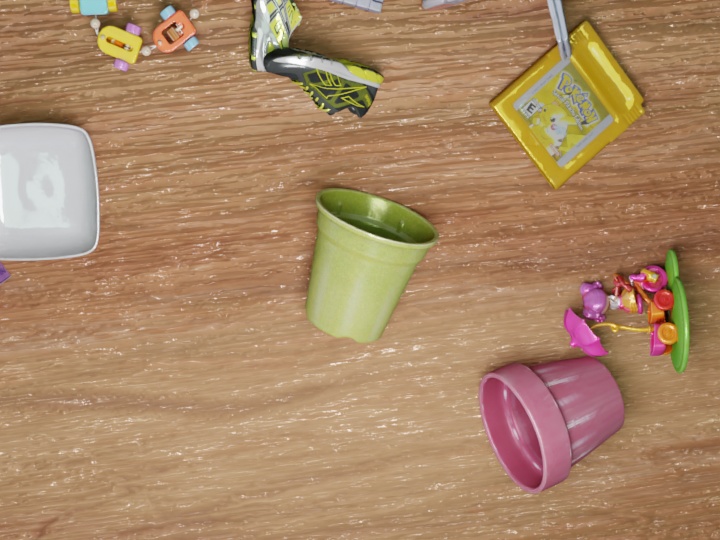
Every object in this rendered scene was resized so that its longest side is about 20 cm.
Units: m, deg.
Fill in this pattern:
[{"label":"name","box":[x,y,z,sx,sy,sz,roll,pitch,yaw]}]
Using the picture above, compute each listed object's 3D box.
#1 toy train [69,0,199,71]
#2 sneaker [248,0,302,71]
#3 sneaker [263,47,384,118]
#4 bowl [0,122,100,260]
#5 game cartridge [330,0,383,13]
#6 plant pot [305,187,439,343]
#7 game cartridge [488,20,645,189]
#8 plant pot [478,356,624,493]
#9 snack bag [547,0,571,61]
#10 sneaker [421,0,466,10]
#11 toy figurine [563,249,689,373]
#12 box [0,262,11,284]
[{"label":"toy train","box":[-0.340,-0.388,1.482,0.150,0.056,0.200,-41,103,2]},{"label":"sneaker","box":[-0.126,-0.402,1.492,0.075,0.076,0.204,2,110,-12]},{"label":"sneaker","box":[-0.056,-0.278,1.490,0.197,0.074,0.086,7,107,-28]},{"label":"bowl","box":[-0.490,-0.122,1.503,0.196,0.075,0.204,-3,101,-4]},{"label":"game cartridge","box":[-0.008,-0.505,1.499,0.127,0.038,0.204,13,99,-3]},{"label":"plant pot","box":[0.000,0.000,1.519,0.197,0.201,0.187,16,109,-7]},{"label":"game cartridge","box":[0.330,-0.260,1.568,0.199,0.032,0.177,-41,100,3]},{"label":"plant pot","box":[0.311,0.227,1.579,0.176,0.200,0.204,-19,101,-17]},{"label":"snack bag","box":[0.279,-0.417,1.448,0.021,0.188,0.204,-11,92,15]},{"label":"sneaker","box":[0.165,-0.463,1.464,0.197,0.077,0.114,-8,97,31]},{"label":"toy figurine","box":[0.417,0.065,1.590,0.180,0.151,0.204,-2,68,8]},{"label":"box","box":[-0.667,-0.015,1.495,0.175,0.097,0.202,-34,101,1]}]
